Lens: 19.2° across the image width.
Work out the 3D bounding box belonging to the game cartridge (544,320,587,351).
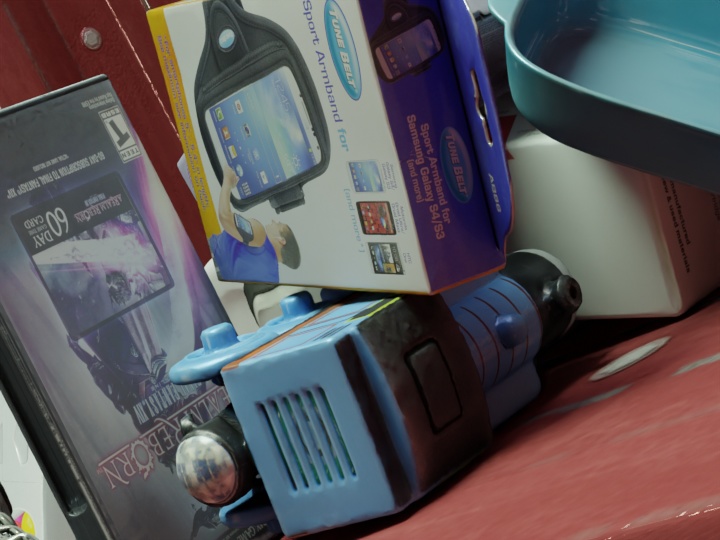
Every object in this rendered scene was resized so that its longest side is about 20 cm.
[{"bbox_3d":[0.025,0.050,1.015,0.199,0.041,0.133,-30,7,-35],"label":"game cartridge"}]

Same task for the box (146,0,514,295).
[{"bbox_3d":[-0.013,-0.054,0.813,0.041,0.120,0.200,-19,10,-26],"label":"box"}]

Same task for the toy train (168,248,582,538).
[{"bbox_3d":[0.012,0.040,0.838,0.114,0.087,0.200,-15,8,37],"label":"toy train"}]

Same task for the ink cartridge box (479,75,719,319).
[{"bbox_3d":[0.131,-0.051,0.967,0.144,0.084,0.199,-4,18,43],"label":"ink cartridge box"}]

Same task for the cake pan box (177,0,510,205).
[{"bbox_3d":[0.030,-0.101,0.961,0.199,0.053,0.184,-27,-8,-27],"label":"cake pan box"}]

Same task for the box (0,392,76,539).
[{"bbox_3d":[-0.198,0.108,1.003,0.041,0.157,0.199,20,-36,-41],"label":"box"}]

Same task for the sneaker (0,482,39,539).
[{"bbox_3d":[-0.147,0.107,0.780,0.075,0.116,0.200,-29,2,-18],"label":"sneaker"}]

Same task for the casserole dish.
[{"bbox_3d":[0.143,-0.070,0.841,0.121,0.198,0.039,-62,-12,-54],"label":"casserole dish"}]

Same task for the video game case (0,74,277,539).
[{"bbox_3d":[-0.095,0.028,0.834,0.019,0.201,0.143,-26,3,28],"label":"video game case"}]

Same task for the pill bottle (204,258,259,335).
[{"bbox_3d":[0.004,0.004,1.278,0.199,0.113,0.112,-31,3,-42],"label":"pill bottle"}]

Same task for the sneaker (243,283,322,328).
[{"bbox_3d":[0.000,0.000,1.019,0.073,0.080,0.200,-29,1,18],"label":"sneaker"}]
